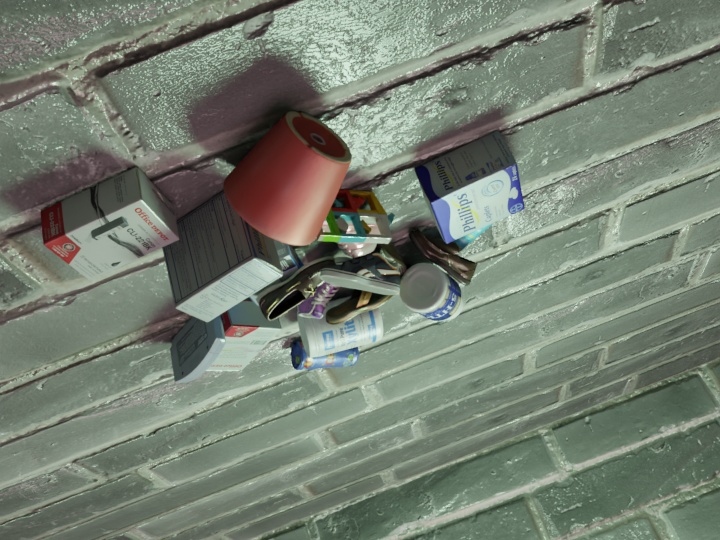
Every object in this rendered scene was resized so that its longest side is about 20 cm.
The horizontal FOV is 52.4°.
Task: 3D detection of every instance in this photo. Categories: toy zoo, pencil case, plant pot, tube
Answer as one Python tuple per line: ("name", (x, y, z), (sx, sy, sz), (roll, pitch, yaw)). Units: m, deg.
("toy zoo", (-0.016, -0.114, 1.516), (0.199, 0.132, 0.020), (0, 143, -31))
("pencil case", (-0.104, 0.233, 2.043), (0.199, 0.087, 0.079), (2, 106, -33))
("plant pot", (-0.120, -0.174, 1.324), (0.200, 0.201, 0.178), (12, 128, -42))
("tube", (0.276, -0.113, 1.769), (0.077, 0.051, 0.200), (31, 125, -20))

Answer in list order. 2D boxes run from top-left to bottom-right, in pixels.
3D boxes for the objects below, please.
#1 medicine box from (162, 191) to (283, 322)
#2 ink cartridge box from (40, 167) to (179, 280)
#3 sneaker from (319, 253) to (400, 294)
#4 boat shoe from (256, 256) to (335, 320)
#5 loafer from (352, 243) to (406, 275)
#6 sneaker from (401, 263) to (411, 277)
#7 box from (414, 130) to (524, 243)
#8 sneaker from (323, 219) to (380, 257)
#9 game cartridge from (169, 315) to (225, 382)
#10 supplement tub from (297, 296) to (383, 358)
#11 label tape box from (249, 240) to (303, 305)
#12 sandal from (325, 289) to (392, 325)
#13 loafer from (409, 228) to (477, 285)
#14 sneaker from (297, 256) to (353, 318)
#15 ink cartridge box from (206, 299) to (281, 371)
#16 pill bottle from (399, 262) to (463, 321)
("medicine box", (-0.276, -0.031, 1.438), (0.199, 0.183, 0.103), (-30, 148, 15))
("ink cartridge box", (-0.456, -0.083, 1.347), (0.199, 0.084, 0.144), (-24, 148, 4))
("sneaker", (0.000, 0.000, 1.619), (0.199, 0.080, 0.078), (12, 165, -32))
("boat shoe", (-0.134, 0.041, 1.625), (0.199, 0.060, 0.072), (-30, 147, 0))
("loafer", (0.028, -0.051, 1.705), (0.076, 0.068, 0.200), (-36, 130, 17))
("sneaker", (0.079, 0.027, 1.846), (0.199, 0.071, 0.098), (-9, 147, -23))
("box", (0.241, -0.177, 1.599), (0.199, 0.105, 0.184), (-24, 148, 5))
("sneaker", (-0.045, -0.077, 1.571), (0.199, 0.075, 0.105), (2, 115, -27))
("game cartridge", (-0.386, 0.176, 1.737), (0.040, 0.134, 0.200), (18, 133, -37))
("supplement tub", (-0.052, 0.140, 1.882), (0.199, 0.132, 0.132), (-14, 148, -13))
("label tape box", (-0.232, 0.014, 1.647), (0.199, 0.066, 0.143), (-25, 149, 3))
("sandal", (0.003, 0.060, 1.700), (0.199, 0.080, 0.054), (-26, 113, 0))
("loafer", (0.202, -0.045, 1.768), (0.200, 0.073, 0.071), (36, 98, -20))
("sneaker", (-0.076, 0.050, 1.707), (0.072, 0.115, 0.200), (21, 142, -35))
("ink cartridge box", (-0.313, 0.161, 1.801), (0.145, 0.083, 0.200), (7, 139, -42))
("pill bottle", (0.183, 0.061, 1.799), (0.119, 0.120, 0.200), (-31, 156, 16))
